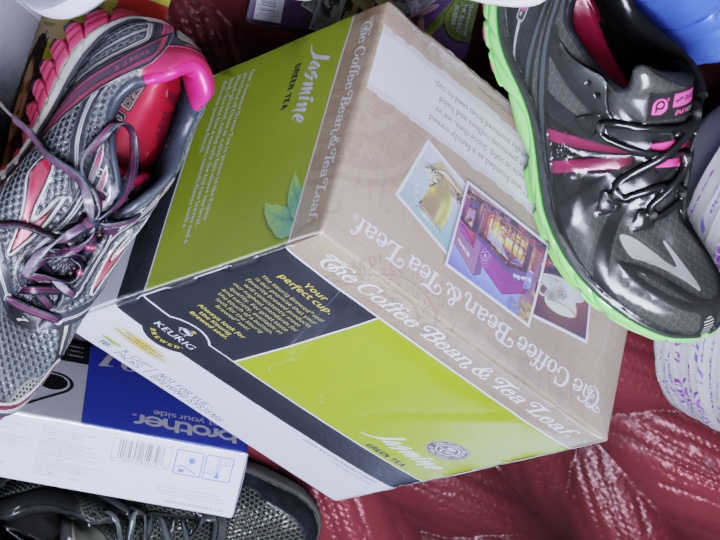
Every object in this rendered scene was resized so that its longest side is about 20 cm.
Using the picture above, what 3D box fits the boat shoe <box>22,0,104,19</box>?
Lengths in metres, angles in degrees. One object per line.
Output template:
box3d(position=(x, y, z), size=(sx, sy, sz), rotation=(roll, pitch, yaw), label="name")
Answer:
box3d(position=(-0.079, -0.193, 1.020), size=(0.200, 0.070, 0.066), rotation=(-55, 144, 5), label="boat shoe")

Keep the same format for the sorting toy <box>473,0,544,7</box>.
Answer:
box3d(position=(0.056, -0.187, 0.962), size=(0.200, 0.180, 0.107), rotation=(-38, 144, -20), label="sorting toy")

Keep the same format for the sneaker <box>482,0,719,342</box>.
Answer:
box3d(position=(0.121, -0.059, 1.017), size=(0.084, 0.077, 0.201), rotation=(-19, 97, 50), label="sneaker")

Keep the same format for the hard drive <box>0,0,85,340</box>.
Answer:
box3d(position=(-0.171, -0.064, 1.154), size=(0.135, 0.042, 0.200), rotation=(-41, 111, 6), label="hard drive")

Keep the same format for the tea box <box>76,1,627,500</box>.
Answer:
box3d(position=(0.000, 0.000, 1.083), size=(0.196, 0.134, 0.200), rotation=(-16, 138, 44), label="tea box")

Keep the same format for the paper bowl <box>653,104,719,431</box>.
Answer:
box3d(position=(0.217, -0.013, 1.140), size=(0.200, 0.104, 0.201), rotation=(-33, 137, -36), label="paper bowl")

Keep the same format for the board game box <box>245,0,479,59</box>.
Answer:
box3d(position=(0.017, -0.212, 1.111), size=(0.120, 0.032, 0.201), rotation=(11, 114, -5), label="board game box")

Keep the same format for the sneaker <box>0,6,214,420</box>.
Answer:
box3d(position=(-0.136, -0.025, 1.009), size=(0.080, 0.075, 0.201), rotation=(23, 91, -40), label="sneaker")

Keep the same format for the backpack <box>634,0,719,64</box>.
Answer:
box3d(position=(0.202, -0.186, 1.060), size=(0.200, 0.163, 0.168), rotation=(-31, 116, 9), label="backpack")

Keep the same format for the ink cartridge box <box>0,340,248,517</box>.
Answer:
box3d(position=(-0.162, 0.076, 1.196), size=(0.199, 0.094, 0.044), rotation=(11, 114, -9), label="ink cartridge box")

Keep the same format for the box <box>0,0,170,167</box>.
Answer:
box3d(position=(-0.129, -0.115, 1.085), size=(0.050, 0.075, 0.201), rotation=(18, 91, -20), label="box")

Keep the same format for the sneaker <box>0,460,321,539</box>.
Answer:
box3d(position=(-0.119, 0.149, 1.223), size=(0.199, 0.114, 0.076), rotation=(13, 115, -11), label="sneaker")
